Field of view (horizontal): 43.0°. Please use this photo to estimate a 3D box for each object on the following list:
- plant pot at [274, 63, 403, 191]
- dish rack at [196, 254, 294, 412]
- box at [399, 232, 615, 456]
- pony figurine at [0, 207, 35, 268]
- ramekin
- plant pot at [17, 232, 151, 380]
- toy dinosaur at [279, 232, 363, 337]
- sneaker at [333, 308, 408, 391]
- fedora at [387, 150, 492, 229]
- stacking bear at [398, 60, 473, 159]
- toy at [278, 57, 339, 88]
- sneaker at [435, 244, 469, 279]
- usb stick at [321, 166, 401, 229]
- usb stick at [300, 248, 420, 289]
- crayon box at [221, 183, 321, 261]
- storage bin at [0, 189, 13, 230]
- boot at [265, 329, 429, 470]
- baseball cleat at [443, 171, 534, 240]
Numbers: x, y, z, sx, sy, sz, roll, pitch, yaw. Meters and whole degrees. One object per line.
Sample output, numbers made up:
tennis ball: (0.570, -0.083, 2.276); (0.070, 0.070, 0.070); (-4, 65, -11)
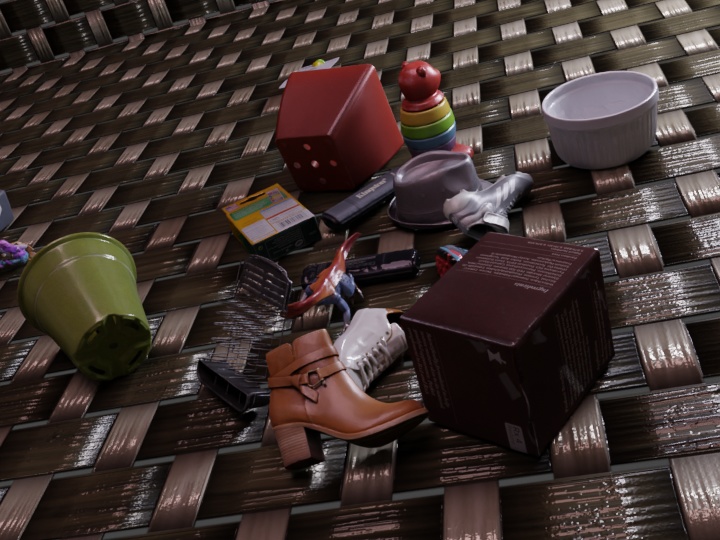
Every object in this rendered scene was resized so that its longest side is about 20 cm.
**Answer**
plant pot: (-0.058, -0.265, 1.806); (0.198, 0.201, 0.177); (2, 46, 30)
dish rack: (-0.159, 0.082, 1.281); (0.054, 0.202, 0.153); (6, 11, -39)
box: (0.183, 0.080, 1.102); (0.163, 0.167, 0.200); (13, 41, 41)
pony figurine: (-0.787, -0.066, 1.883); (0.198, 0.193, 0.168); (4, 69, 32)
ramekin: (0.425, -0.261, 1.604); (0.198, 0.106, 0.201); (-14, 30, 8)
plant pot: (-0.421, 0.071, 1.456); (0.199, 0.201, 0.190); (-28, 43, -18)
toy dinosaur: (-0.063, 0.026, 1.341); (0.104, 0.202, 0.181); (-3, -11, 12)
sneaker: (0.016, 0.109, 1.239); (0.084, 0.073, 0.201); (-8, 30, 21)
fedora: (0.137, -0.151, 1.590); (0.198, 0.091, 0.177); (-10, 31, 14)
stacking bear: (0.126, -0.300, 1.736); (0.113, 0.201, 0.121); (-26, 30, -14)
toy: (-0.125, -0.494, 2.357); (0.114, 0.048, 0.200); (-11, 27, 19)
sneaker: (0.191, 0.014, 1.320); (0.095, 0.080, 0.200); (-23, 37, -29)
usb stick: (0.016, -0.134, 1.672); (0.199, 0.033, 0.055); (-34, 32, -26)
usb stick: (0.000, 0.000, 1.474); (0.198, 0.033, 0.056); (-9, 38, 16)
crayon box: (-0.167, -0.087, 1.692); (0.125, 0.052, 0.200); (-26, 31, -13)
storage bin: (-0.902, -0.126, 2.089); (0.133, 0.147, 0.201); (5, 36, 18)
boot: (-0.024, 0.145, 1.128); (0.198, 0.074, 0.156); (-17, 67, 8)
baseball cleat: (0.226, -0.097, 1.493); (0.199, 0.070, 0.107); (-21, 60, -31)
